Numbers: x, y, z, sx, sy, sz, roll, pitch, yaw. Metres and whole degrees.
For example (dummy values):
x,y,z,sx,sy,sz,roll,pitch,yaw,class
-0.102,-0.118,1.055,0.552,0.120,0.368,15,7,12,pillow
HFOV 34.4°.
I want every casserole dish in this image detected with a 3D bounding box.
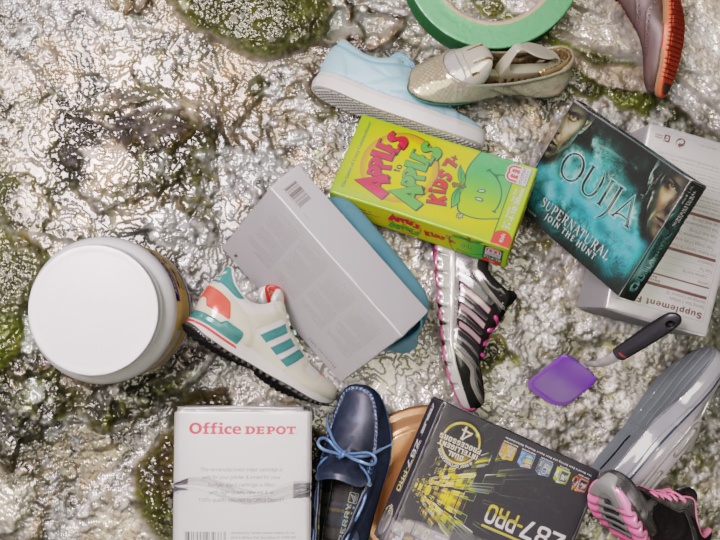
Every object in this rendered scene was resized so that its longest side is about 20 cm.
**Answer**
x,y,z,sx,sy,sz,roll,pitch,yaw,class
0.000,0.000,1.244,0.200,0.121,0.039,50,54,-4,casserole dish

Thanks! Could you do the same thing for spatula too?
x,y,z,sx,sy,sz,roll,pitch,yaw,class
0.262,0.092,1.233,0.056,0.200,0.021,36,46,-17,spatula

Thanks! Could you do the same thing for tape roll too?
x,y,z,sx,sy,sz,roll,pitch,yaw,class
0.144,-0.341,1.291,0.199,0.048,0.202,0,89,-2,tape roll

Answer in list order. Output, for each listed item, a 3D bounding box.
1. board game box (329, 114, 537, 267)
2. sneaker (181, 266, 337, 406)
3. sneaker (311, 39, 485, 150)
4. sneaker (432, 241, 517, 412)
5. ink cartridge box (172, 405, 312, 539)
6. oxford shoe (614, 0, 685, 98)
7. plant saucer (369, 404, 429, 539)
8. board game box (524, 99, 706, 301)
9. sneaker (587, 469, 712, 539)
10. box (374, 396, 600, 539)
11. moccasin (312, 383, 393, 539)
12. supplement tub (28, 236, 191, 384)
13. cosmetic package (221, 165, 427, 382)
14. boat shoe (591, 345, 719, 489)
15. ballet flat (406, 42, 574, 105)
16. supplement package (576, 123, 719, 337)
x,y,z,sx,sy,sz,roll,pitch,yaw,class
0.078,-0.086,1.246,0.199,0.048,0.102,19,69,10,board game box
-0.088,0.070,1.228,0.199,0.070,0.094,34,75,-29,sneaker
0.051,-0.196,1.268,0.199,0.074,0.082,23,81,-3,sneaker
0.129,0.051,1.262,0.087,0.074,0.201,-5,83,4,sneaker
-0.124,0.243,1.241,0.144,0.083,0.201,1,87,-2,ink cartridge box
0.320,-0.292,1.297,0.072,0.071,0.201,1,91,26,oxford shoe
0.077,0.249,1.275,0.199,0.032,0.202,0,89,-3,plant saucer
0.251,-0.077,1.205,0.028,0.200,0.136,16,111,-36,board game box
0.315,0.258,1.240,0.095,0.079,0.200,-49,126,-11,sneaker
0.135,0.247,1.234,0.199,0.049,0.162,26,86,-13,box
-0.009,0.220,1.226,0.080,0.068,0.201,0,81,22,moccasin
-0.253,0.040,1.185,0.145,0.200,0.146,0,88,-3,supplement tub
-0.042,0.008,1.219,0.200,0.151,0.052,49,53,0,cosmetic package
0.336,0.174,1.277,0.067,0.074,0.200,40,98,-15,boat shoe
0.142,-0.220,1.250,0.199,0.062,0.068,-7,55,-26,ballet flat
0.323,-0.040,1.252,0.117,0.117,0.201,15,88,-4,supplement package
